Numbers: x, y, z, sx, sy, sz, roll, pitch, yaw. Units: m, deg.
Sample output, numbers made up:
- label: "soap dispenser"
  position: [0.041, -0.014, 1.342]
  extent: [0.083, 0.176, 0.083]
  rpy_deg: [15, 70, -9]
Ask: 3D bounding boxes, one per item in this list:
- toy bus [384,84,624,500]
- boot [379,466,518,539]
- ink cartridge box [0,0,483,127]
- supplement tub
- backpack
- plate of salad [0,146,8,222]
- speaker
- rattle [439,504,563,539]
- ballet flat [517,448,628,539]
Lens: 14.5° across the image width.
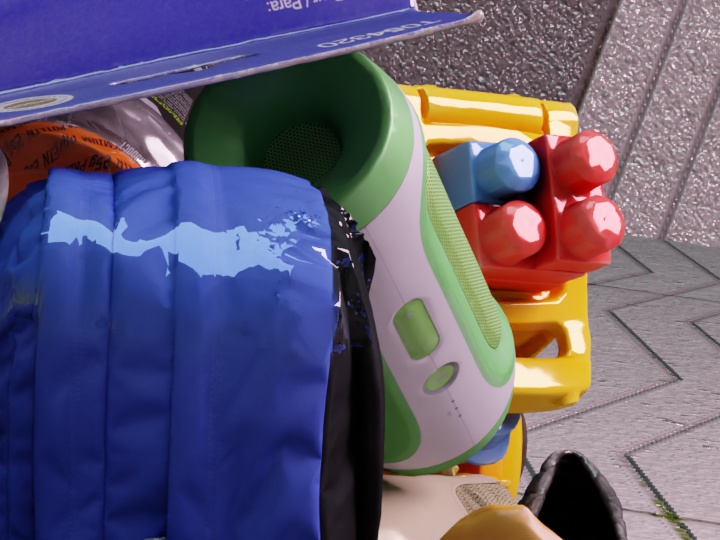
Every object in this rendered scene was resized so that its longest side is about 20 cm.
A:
- label: "toy bus"
  position: [0.038, 0.017, 1.185]
  extent: [0.136, 0.200, 0.192]
  rpy_deg: [5, -13, -33]
- label: "boot"
  position: [-0.028, 0.096, 1.111]
  extent: [0.155, 0.073, 0.200]
  rpy_deg: [1, 21, -40]
- label: "ink cartridge box"
  position: [-0.093, -0.086, 0.940]
  extent: [0.196, 0.043, 0.200]
  rpy_deg: [-15, 11, -28]
- label: "supplement tub"
  position: [-0.114, -0.026, 1.112]
  extent: [0.122, 0.123, 0.200]
  rpy_deg: [7, 13, 0]
- label: "backpack"
  position: [-0.074, 0.066, 0.852]
  extent: [0.168, 0.200, 0.163]
  rpy_deg: [6, 8, -11]
- label: "plate of salad"
  position: [-0.197, 0.009, 0.845]
  extent: [0.200, 0.048, 0.200]
  rpy_deg: [-22, 30, 13]
- label: "speaker"
  position: [0.000, 0.000, 1.020]
  extent: [0.088, 0.089, 0.200]
  rpy_deg: [10, -25, 21]
- label: "rattle"
  position: [0.079, 0.126, 0.797]
  extent: [0.200, 0.143, 0.130]
  rpy_deg: [-8, -3, -44]
- label: "ballet flat"
  position: [0.087, 0.118, 1.182]
  extent: [0.066, 0.057, 0.200]
  rpy_deg: [6, 7, -5]
